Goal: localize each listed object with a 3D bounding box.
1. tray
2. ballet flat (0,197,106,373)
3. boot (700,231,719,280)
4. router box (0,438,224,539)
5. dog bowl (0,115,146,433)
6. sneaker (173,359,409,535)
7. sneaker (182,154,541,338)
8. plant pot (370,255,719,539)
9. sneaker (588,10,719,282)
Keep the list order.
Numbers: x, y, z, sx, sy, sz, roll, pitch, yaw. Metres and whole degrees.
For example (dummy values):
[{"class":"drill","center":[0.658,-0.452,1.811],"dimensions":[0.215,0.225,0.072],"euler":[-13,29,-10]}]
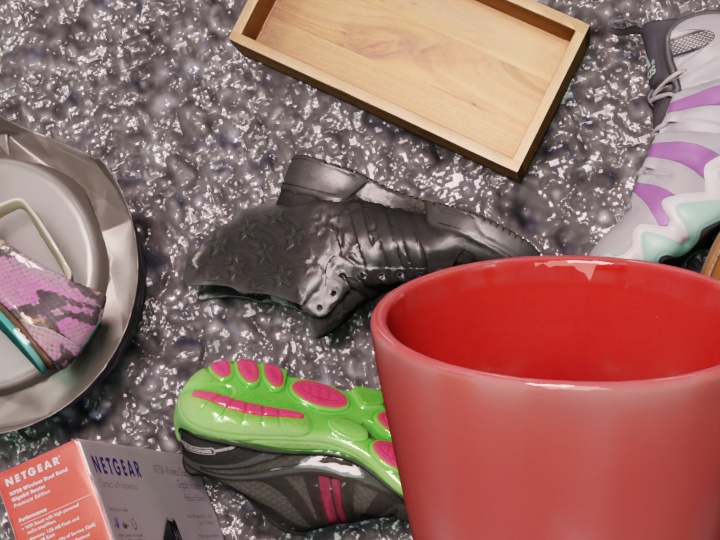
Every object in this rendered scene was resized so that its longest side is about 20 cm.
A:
[{"class":"tray","center":[0.030,-0.142,0.919],"dimensions":[0.199,0.037,0.099],"euler":[26,86,13]},{"class":"ballet flat","center":[-0.230,-0.022,0.874],"dimensions":[0.200,0.069,0.071],"euler":[37,70,9]},{"class":"boot","center":[0.225,0.064,0.772],"dimensions":[0.076,0.155,0.201],"euler":[14,95,-10]},{"class":"router box","center":[-0.109,0.187,0.803],"dimensions":[0.049,0.200,0.180],"euler":[-23,78,6]},{"class":"dog bowl","center":[-0.225,0.004,0.926],"dimensions":[0.199,0.059,0.201],"euler":[-2,80,9]},{"class":"sneaker","center":[-0.013,0.115,0.873],"dimensions":[0.199,0.077,0.084],"euler":[21,129,1]},{"class":"sneaker","center":[-0.001,-0.001,0.891],"dimensions":[0.199,0.060,0.105],"euler":[21,84,18]},{"class":"plant pot","center":[0.106,0.104,0.761],"dimensions":[0.199,0.200,0.178],"euler":[1,107,10]},{"class":"sneaker","center":[0.181,-0.089,0.869],"dimensions":[0.200,0.078,0.140],"euler":[-37,75,-8]}]
